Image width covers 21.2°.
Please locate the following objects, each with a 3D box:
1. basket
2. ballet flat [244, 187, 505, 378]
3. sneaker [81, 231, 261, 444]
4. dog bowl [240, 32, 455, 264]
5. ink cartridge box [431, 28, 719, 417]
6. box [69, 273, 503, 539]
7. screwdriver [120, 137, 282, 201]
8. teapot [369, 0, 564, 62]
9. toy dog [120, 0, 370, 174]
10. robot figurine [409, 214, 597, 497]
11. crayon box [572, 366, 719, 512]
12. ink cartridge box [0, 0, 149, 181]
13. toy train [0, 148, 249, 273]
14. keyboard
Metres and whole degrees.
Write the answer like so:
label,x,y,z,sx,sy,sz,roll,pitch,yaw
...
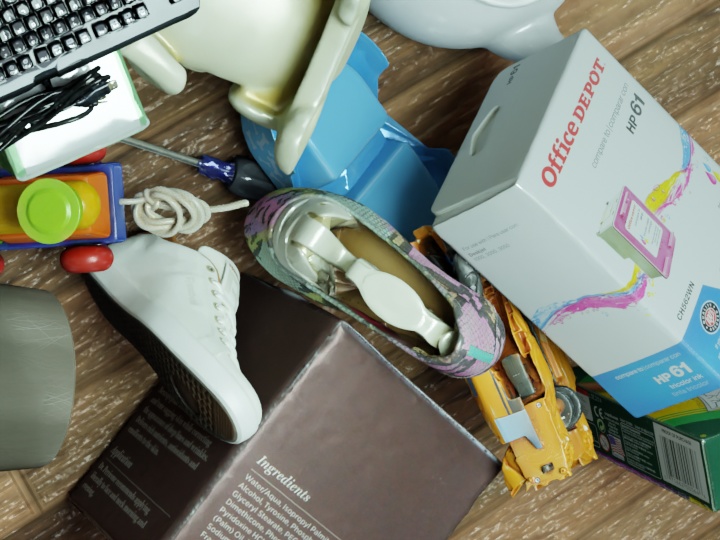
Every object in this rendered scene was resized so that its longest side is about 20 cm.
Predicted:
label,x,y,z,sx,sy,sz,roll,pitch,yaw
basket,-0.284,0.063,1.154,0.199,0.180,0.137,2,56,-31
ballet flat,0.000,0.000,1.179,0.069,0.200,0.071,-58,155,3
sneaker,-0.100,0.028,1.198,0.084,0.200,0.073,-29,134,-16
dog bowl,-0.005,-0.072,1.288,0.200,0.049,0.112,53,58,-23
ink cartridge box,0.156,-0.029,1.211,0.200,0.085,0.145,41,51,-20
box,-0.052,0.139,1.258,0.164,0.166,0.200,42,83,-25
screwdriver,-0.120,-0.077,1.260,0.199,0.029,0.028,20,124,-27
teapot,0.080,-0.239,1.255,0.199,0.146,0.198,22,91,-25
toy dog,-0.093,-0.181,1.147,0.199,0.194,0.140,25,118,-2
robot figurine,0.090,0.042,1.249,0.058,0.145,0.201,-25,83,16
crayon box,0.264,0.093,1.372,0.172,0.200,0.059,-18,107,-20
ink cartridge box,-0.210,-0.145,1.114,0.087,0.200,0.146,-26,111,-14
toy train,-0.172,-0.039,1.161,0.199,0.116,0.085,-3,93,3
keyboard,-0.171,-0.119,1.003,0.199,0.040,0.105,-27,110,-13
